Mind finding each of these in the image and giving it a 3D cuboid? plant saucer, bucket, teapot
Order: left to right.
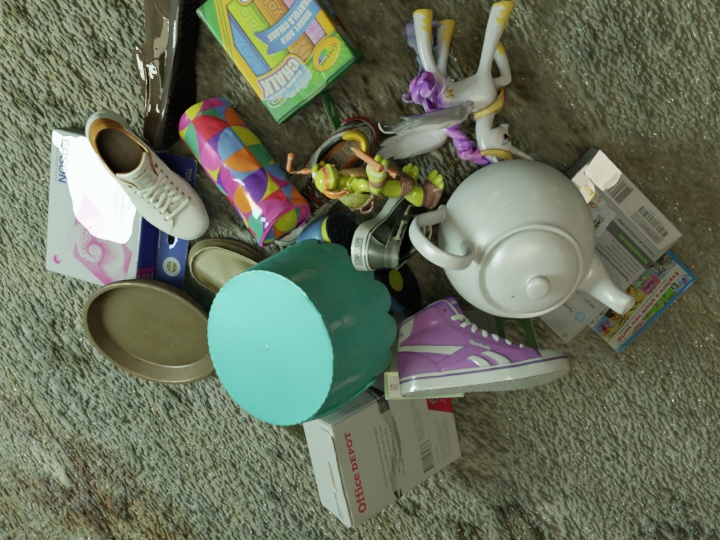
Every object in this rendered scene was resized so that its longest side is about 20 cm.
[{"bbox_3d":[-0.286,0.084,0.964,0.195,0.030,0.203,5,131,5],"label":"plant saucer"},{"bbox_3d":[-0.073,0.074,0.817,0.203,0.134,0.212,8,106,28],"label":"bucket"},{"bbox_3d":[0.179,-0.020,0.787,0.197,0.147,0.199,-24,120,13],"label":"teapot"}]

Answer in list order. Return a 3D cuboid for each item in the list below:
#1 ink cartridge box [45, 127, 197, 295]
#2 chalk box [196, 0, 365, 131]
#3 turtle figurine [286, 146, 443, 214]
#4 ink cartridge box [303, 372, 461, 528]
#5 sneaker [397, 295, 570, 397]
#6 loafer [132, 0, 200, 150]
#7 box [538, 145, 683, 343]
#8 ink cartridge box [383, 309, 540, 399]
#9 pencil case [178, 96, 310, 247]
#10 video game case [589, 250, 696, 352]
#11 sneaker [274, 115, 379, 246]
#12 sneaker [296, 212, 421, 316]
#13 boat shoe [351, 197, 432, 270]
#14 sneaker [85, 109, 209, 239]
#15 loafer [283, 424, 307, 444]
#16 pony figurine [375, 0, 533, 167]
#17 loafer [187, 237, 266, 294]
[{"bbox_3d":[-0.328,-0.074,0.938,0.196,0.043,0.201,14,107,10],"label":"ink cartridge box"},{"bbox_3d":[-0.075,-0.262,0.830,0.123,0.125,0.201,-35,102,14],"label":"chalk box"},{"bbox_3d":[0.013,-0.096,0.776,0.158,0.199,0.066,0,93,-32],"label":"turtle figurine"},{"bbox_3d":[0.029,0.220,0.926,0.197,0.083,0.149,-22,109,-32],"label":"ink cartridge box"},{"bbox_3d":[0.139,0.081,0.806,0.195,0.073,0.117,-4,69,6],"label":"sneaker"},{"bbox_3d":[-0.251,-0.257,0.881,0.069,0.073,0.205,15,103,12],"label":"loafer"},{"bbox_3d":[0.282,-0.030,0.891,0.155,0.041,0.200,41,105,-6],"label":"box"},{"bbox_3d":[0.129,0.104,0.906,0.195,0.146,0.049,-2,117,5],"label":"ink cartridge box"},{"bbox_3d":[-0.147,-0.125,0.865,0.088,0.088,0.201,-42,74,15],"label":"pencil case"},{"bbox_3d":[0.326,-0.006,0.924,0.199,0.018,0.143,41,105,-7],"label":"video game case"},{"bbox_3d":[-0.056,-0.113,0.893,0.077,0.082,0.201,37,107,-7],"label":"sneaker"},{"bbox_3d":[0.000,0.000,0.926,0.199,0.067,0.078,38,137,-28],"label":"sneaker"},{"bbox_3d":[0.053,-0.044,0.840,0.062,0.200,0.072,6,114,20],"label":"boat shoe"},{"bbox_3d":[-0.264,-0.104,0.861,0.073,0.085,0.200,-42,119,-1],"label":"sneaker"},{"bbox_3d":[-0.113,0.173,0.987,0.199,0.067,0.077,38,111,11],"label":"loafer"},{"bbox_3d":[0.107,-0.204,0.831,0.188,0.167,0.205,-5,91,-1],"label":"pony figurine"},{"bbox_3d":[-0.148,0.018,0.947,0.196,0.068,0.077,23,107,-2],"label":"loafer"}]
